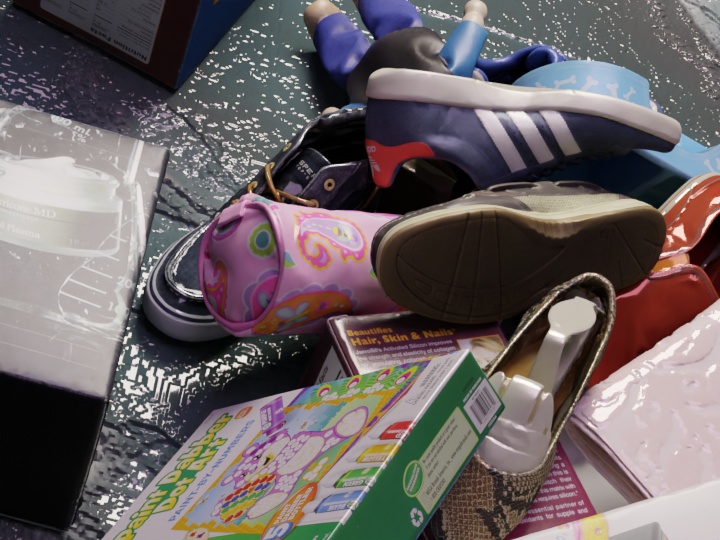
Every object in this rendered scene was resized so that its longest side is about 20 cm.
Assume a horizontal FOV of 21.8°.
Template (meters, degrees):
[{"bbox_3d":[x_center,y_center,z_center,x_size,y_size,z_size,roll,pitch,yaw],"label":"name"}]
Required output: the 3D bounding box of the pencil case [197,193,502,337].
[{"bbox_3d":[0.000,0.000,1.126,0.199,0.088,0.088,2,47,-42],"label":"pencil case"}]

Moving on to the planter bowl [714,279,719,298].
[{"bbox_3d":[0.272,0.053,1.223,0.199,0.084,0.201,12,45,-12],"label":"planter bowl"}]

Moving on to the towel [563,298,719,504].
[{"bbox_3d":[0.247,0.107,1.104,0.200,0.032,0.191,-30,70,-31],"label":"towel"}]

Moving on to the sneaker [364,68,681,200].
[{"bbox_3d":[0.098,-0.073,1.158,0.199,0.085,0.075,6,6,-6],"label":"sneaker"}]

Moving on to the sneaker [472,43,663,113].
[{"bbox_3d":[0.140,-0.115,1.321,0.199,0.088,0.075,-4,49,-27],"label":"sneaker"}]

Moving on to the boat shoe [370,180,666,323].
[{"bbox_3d":[0.087,-0.016,1.112,0.200,0.072,0.066,-7,25,-29],"label":"boat shoe"}]

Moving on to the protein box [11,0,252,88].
[{"bbox_3d":[-0.118,-0.275,1.280,0.134,0.200,0.199,28,45,5],"label":"protein box"}]

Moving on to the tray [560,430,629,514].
[{"bbox_3d":[0.150,0.156,1.115,0.107,0.022,0.201,-1,49,-33],"label":"tray"}]

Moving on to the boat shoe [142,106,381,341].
[{"bbox_3d":[-0.055,-0.036,1.164,0.071,0.091,0.200,40,47,16],"label":"boat shoe"}]

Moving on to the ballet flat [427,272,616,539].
[{"bbox_3d":[0.091,0.065,1.019,0.068,0.075,0.200,31,45,6],"label":"ballet flat"}]

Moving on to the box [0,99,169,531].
[{"bbox_3d":[-0.226,0.010,1.030,0.199,0.124,0.197,16,43,-9],"label":"box"}]

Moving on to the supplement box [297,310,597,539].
[{"bbox_3d":[0.052,0.123,1.064,0.110,0.086,0.201,-6,52,-27],"label":"supplement box"}]

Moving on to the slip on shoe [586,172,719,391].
[{"bbox_3d":[0.191,0.013,1.171,0.061,0.074,0.200,14,51,49],"label":"slip on shoe"}]

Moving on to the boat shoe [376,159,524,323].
[{"bbox_3d":[0.097,-0.030,1.234,0.200,0.072,0.068,39,48,15],"label":"boat shoe"}]

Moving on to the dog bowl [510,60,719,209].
[{"bbox_3d":[0.183,-0.069,1.264,0.199,0.111,0.050,26,55,-27],"label":"dog bowl"}]

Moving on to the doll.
[{"bbox_3d":[0.029,-0.139,1.265,0.136,0.049,0.200,-34,39,2],"label":"doll"}]

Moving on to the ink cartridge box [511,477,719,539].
[{"bbox_3d":[0.109,0.198,0.941,0.199,0.146,0.088,-14,54,-11],"label":"ink cartridge box"}]

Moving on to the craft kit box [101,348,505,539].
[{"bbox_3d":[-0.050,0.129,0.951,0.049,0.197,0.200,56,43,-16],"label":"craft kit box"}]
